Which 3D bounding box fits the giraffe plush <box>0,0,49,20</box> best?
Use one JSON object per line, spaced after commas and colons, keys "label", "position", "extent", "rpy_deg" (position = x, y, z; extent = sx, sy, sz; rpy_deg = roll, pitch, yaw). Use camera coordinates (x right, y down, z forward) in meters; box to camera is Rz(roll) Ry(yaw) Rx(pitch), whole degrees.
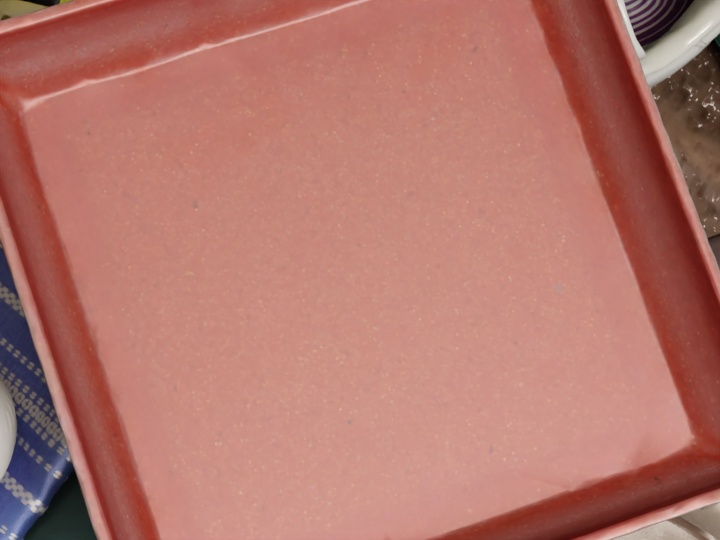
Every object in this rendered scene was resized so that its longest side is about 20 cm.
{"label": "giraffe plush", "position": [-0.191, -0.086, 0.712], "extent": [0.199, 0.162, 0.174], "rpy_deg": [-2, 83, 22]}

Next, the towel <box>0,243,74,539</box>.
{"label": "towel", "position": [-0.155, 0.049, 0.763], "extent": [0.145, 0.024, 0.200], "rpy_deg": [36, 90, 35]}

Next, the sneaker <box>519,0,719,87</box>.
{"label": "sneaker", "position": [0.038, -0.076, 0.783], "extent": [0.199, 0.100, 0.075], "rpy_deg": [-23, 93, -10]}

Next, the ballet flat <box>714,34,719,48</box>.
{"label": "ballet flat", "position": [0.180, -0.051, 0.871], "extent": [0.068, 0.068, 0.201], "rpy_deg": [-19, 91, -24]}

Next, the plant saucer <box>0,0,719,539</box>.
{"label": "plant saucer", "position": [0.000, 0.000, 0.706], "extent": [0.198, 0.037, 0.201], "rpy_deg": [-18, 79, -10]}

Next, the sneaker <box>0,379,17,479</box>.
{"label": "sneaker", "position": [-0.204, 0.039, 0.730], "extent": [0.199, 0.088, 0.076], "rpy_deg": [7, 72, 24]}

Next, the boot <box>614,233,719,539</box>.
{"label": "boot", "position": [0.086, 0.029, 0.803], "extent": [0.146, 0.070, 0.201], "rpy_deg": [-34, 102, -10]}

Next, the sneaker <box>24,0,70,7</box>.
{"label": "sneaker", "position": [-0.035, -0.125, 0.819], "extent": [0.200, 0.074, 0.081], "rpy_deg": [-45, 102, -19]}

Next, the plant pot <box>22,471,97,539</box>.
{"label": "plant pot", "position": [-0.057, 0.172, 0.735], "extent": [0.199, 0.135, 0.201], "rpy_deg": [3, 109, 7]}
